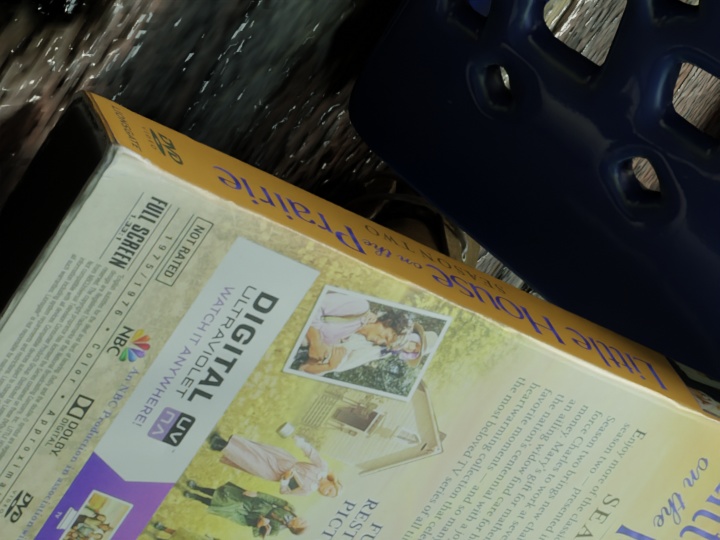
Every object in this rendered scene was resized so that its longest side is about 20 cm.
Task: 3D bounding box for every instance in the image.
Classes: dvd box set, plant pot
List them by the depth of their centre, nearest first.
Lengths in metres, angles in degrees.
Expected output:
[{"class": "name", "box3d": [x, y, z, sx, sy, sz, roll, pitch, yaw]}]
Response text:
[{"class": "dvd box set", "box3d": [-0.012, 0.060, 0.584, 0.200, 0.029, 0.147, 23, 112, -31]}, {"class": "plant pot", "box3d": [0.143, -0.078, 0.649, 0.200, 0.200, 0.180, -40, 163, -38]}]

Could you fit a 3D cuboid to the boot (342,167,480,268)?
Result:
[{"class": "boot", "box3d": [0.000, 0.000, 0.703, 0.200, 0.073, 0.076, 75, 38, -82]}]
